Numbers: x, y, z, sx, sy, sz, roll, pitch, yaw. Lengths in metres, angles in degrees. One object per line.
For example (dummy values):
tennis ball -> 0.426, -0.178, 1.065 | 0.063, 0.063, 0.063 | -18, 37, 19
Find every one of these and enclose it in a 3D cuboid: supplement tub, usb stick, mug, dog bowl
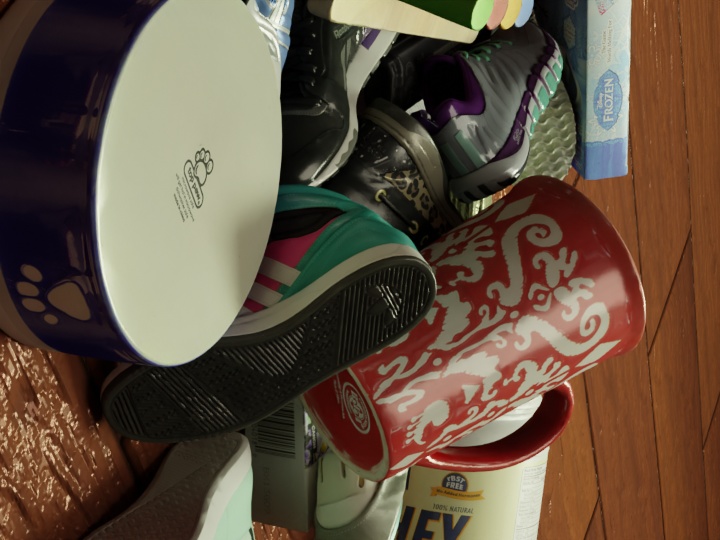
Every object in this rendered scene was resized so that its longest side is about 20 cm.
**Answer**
supplement tub -> 0.069, 0.175, 1.314 | 0.145, 0.145, 0.200 | -6, 104, -67
usb stick -> 0.055, -0.159, 1.215 | 0.200, 0.033, 0.055 | -41, 141, -55
mug -> 0.074, 0.059, 1.078 | 0.200, 0.133, 0.178 | -29, 99, -25
dog bowl -> -0.117, -0.052, 0.865 | 0.200, 0.079, 0.200 | 9, 90, -68

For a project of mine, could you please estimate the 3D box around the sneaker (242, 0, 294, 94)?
sneaker -> -0.080, -0.173, 0.937 | 0.200, 0.076, 0.077 | 84, 18, -53

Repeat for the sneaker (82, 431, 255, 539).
sneaker -> -0.106, 0.190, 0.978 | 0.200, 0.074, 0.118 | -48, 134, -58

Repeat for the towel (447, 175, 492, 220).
towel -> 0.083, -0.042, 1.337 | 0.200, 0.036, 0.148 | -88, -178, -78

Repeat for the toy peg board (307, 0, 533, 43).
toy peg board -> 0.086, -0.232, 1.048 | 0.199, 0.098, 0.200 | -4, 118, -60

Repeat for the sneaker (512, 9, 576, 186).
sneaker -> 0.131, -0.166, 1.403 | 0.100, 0.070, 0.200 | -77, 152, -78

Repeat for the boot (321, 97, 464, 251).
boot -> -0.001, -0.001, 1.132 | 0.154, 0.073, 0.204 | -45, 143, -18

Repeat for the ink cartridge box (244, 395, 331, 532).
ink cartridge box -> -0.017, 0.091, 1.200 | 0.200, 0.050, 0.109 | -39, 133, -59

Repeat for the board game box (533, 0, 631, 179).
board game box -> 0.172, -0.206, 1.426 | 0.200, 0.043, 0.199 | -121, -154, -61

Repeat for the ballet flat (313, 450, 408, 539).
ballet flat -> 0.002, 0.126, 1.133 | 0.064, 0.067, 0.200 | 50, 46, -27

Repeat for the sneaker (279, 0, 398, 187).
sneaker -> -0.040, -0.135, 1.059 | 0.088, 0.076, 0.200 | 61, 35, -40

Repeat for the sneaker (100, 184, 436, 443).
sneaker -> -0.065, 0.015, 0.978 | 0.121, 0.200, 0.084 | -118, -175, -54

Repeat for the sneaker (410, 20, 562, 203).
sneaker -> 0.087, -0.138, 1.176 | 0.088, 0.074, 0.200 | 50, 33, -24

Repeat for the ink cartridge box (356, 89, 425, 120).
ink cartridge box -> 0.025, -0.101, 1.250 | 0.200, 0.042, 0.119 | -69, 153, -23
